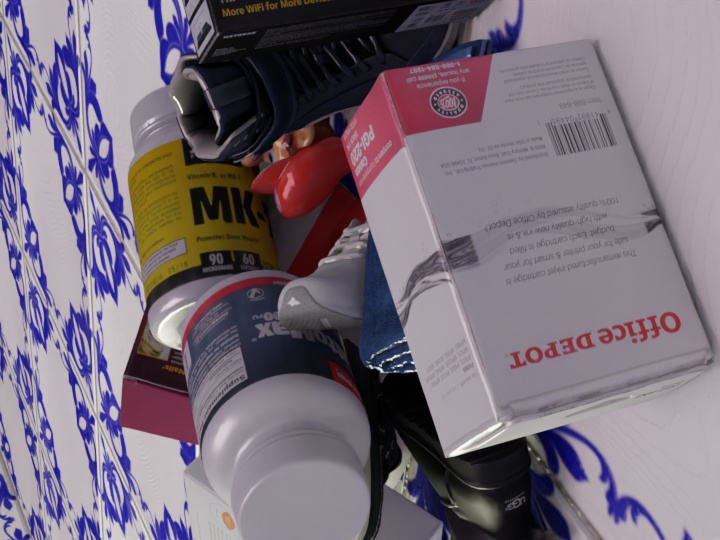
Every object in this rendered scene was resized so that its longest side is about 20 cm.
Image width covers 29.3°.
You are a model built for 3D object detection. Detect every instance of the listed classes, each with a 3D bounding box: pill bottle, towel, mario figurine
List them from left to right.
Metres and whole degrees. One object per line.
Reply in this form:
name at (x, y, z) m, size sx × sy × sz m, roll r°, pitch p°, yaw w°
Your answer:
pill bottle at (-0.132, -0.046, 1.143) m, size 0.115 × 0.113 × 0.203 m, roll 119°, pitch 142°, yaw -58°
mario figurine at (-0.075, -0.139, 1.120) m, size 0.105 × 0.122 × 0.203 m, roll -22°, pitch 71°, yaw 40°
pill bottle at (-0.057, 0.102, 0.966) m, size 0.201 × 0.118 × 0.121 m, roll -113°, pitch 21°, yaw -53°
towel at (0.043, -0.039, 0.876) m, size 0.111 × 0.048 × 0.203 m, roll -22°, pitch 56°, yaw 51°

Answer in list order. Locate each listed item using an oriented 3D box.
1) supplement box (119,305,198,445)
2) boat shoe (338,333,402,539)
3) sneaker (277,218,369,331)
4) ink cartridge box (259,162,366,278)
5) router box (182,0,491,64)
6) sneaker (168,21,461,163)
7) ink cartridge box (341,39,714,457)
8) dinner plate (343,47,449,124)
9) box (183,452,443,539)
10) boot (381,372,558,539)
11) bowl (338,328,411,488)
supplement box at (-0.150, 0.057, 1.310) m, size 0.086 × 0.109 × 0.202 m, roll 108°, pitch 176°, yaw -51°
boat shoe at (0.000, 0.131, 1.043) m, size 0.075 × 0.065 × 0.201 m, roll -53°, pitch 31°, yaw 25°
sneaker at (0.000, 0.000, 0.965) m, size 0.069 × 0.200 × 0.082 m, roll -3°, pitch 92°, yaw 27°
ink cartridge box at (-0.071, -0.016, 1.176) m, size 0.162 × 0.050 × 0.200 m, roll -59°, pitch 33°, yaw 11°
router box at (-0.025, -0.226, 0.865) m, size 0.052 × 0.197 × 0.160 m, roll -33°, pitch 72°, yaw 65°
sneaker at (-0.036, -0.136, 0.928) m, size 0.201 × 0.146 × 0.078 m, roll -26°, pitch 87°, yaw 30°
ink cartridge box at (0.090, -0.014, 0.773) m, size 0.085 × 0.144 × 0.203 m, roll -49°, pitch 56°, yaw 61°
dinner plate at (0.014, -0.154, 1.038) m, size 0.200 × 0.024 × 0.203 m, roll -138°, pitch 42°, yaw -54°
box at (-0.040, 0.222, 1.145) m, size 0.199 × 0.097 × 0.125 m, roll 31°, pitch 144°, yaw 24°
boot at (0.080, 0.169, 0.997) m, size 0.198 × 0.072 × 0.165 m, roll -138°, pitch 33°, yaw -63°
bowl at (-0.036, 0.111, 1.230) m, size 0.201 × 0.074 × 0.202 m, roll 114°, pitch 138°, yaw -57°
